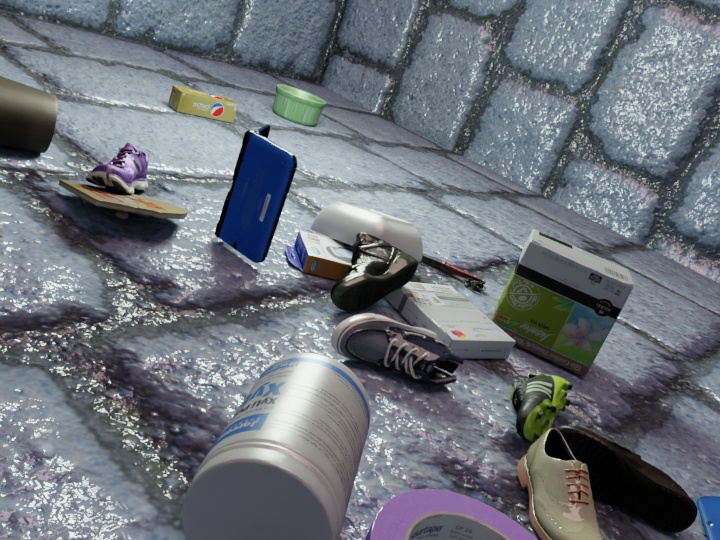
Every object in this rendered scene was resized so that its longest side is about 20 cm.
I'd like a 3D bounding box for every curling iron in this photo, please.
[{"bbox_3d":[0.192,-0.007,1.491,0.199,0.026,0.050,28,18,18],"label":"curling iron"}]

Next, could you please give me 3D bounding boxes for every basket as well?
[{"bbox_3d":[-0.668,-0.291,1.204,0.199,0.137,0.180,9,27,-40],"label":"basket"}]

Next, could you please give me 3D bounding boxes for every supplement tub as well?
[{"bbox_3d":[-0.066,0.172,0.614,0.131,0.133,0.200,22,19,2],"label":"supplement tub"}]

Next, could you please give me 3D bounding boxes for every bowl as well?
[{"bbox_3d":[0.023,-0.085,1.376,0.199,0.075,0.199,23,10,35],"label":"bowl"}]

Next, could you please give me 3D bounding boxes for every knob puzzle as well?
[{"bbox_3d":[-0.387,-0.107,1.136,0.218,0.031,0.220,15,7,-2],"label":"knob puzzle"}]

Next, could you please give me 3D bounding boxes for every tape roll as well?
[{"bbox_3d":[0.091,0.286,0.580,0.199,0.066,0.200,20,20,-7],"label":"tape roll"}]

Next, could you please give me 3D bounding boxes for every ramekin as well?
[{"bbox_3d":[-0.240,-0.631,2.555,0.199,0.098,0.200,19,20,-7],"label":"ramekin"}]

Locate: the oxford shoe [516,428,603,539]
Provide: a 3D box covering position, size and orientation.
[{"bbox_3d":[0.237,0.262,0.776,0.070,0.074,0.200,16,21,-14],"label":"oxford shoe"}]

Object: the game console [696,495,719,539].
[{"bbox_3d":[0.545,0.387,0.852,0.171,0.118,0.200,54,23,-1],"label":"game console"}]

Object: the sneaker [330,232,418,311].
[{"bbox_3d":[0.000,0.000,1.162,0.114,0.077,0.199,37,43,26],"label":"sneaker"}]

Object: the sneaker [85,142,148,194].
[{"bbox_3d":[-0.434,-0.189,1.205,0.080,0.084,0.200,15,11,-7],"label":"sneaker"}]

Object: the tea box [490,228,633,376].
[{"bbox_3d":[0.375,0.056,1.265,0.199,0.198,0.134,24,19,10],"label":"tea box"}]

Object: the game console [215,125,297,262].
[{"bbox_3d":[-0.172,-0.140,1.186,0.170,0.201,0.118,32,23,27],"label":"game console"}]

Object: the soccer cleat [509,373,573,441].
[{"bbox_3d":[0.254,0.199,0.989,0.081,0.068,0.200,11,12,28],"label":"soccer cleat"}]

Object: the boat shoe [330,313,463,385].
[{"bbox_3d":[0.060,0.117,0.963,0.199,0.075,0.093,8,16,-34],"label":"boat shoe"}]

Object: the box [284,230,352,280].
[{"bbox_3d":[-0.043,-0.021,1.271,0.199,0.042,0.119,16,20,-22],"label":"box"}]

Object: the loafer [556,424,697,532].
[{"bbox_3d":[0.340,0.270,0.884,0.199,0.073,0.071,33,16,8],"label":"loafer"}]

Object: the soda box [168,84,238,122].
[{"bbox_3d":[-0.482,-0.511,2.048,0.199,0.064,0.068,1,29,-44],"label":"soda box"}]

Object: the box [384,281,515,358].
[{"bbox_3d":[0.158,0.087,1.197,0.155,0.041,0.200,6,24,-35],"label":"box"}]
